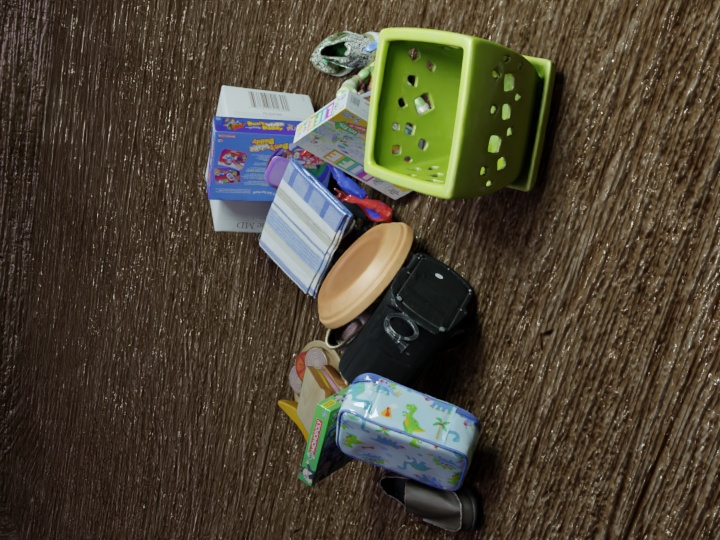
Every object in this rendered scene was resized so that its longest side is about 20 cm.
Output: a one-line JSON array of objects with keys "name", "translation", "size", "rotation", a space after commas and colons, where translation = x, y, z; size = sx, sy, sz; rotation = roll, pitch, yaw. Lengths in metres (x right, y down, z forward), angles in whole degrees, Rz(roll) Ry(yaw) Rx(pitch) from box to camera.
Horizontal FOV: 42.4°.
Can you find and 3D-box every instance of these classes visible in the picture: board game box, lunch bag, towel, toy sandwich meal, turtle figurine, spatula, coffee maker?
[{"name": "board game box", "translation": [-0.146, -0.179, 1.519], "size": [0.045, 0.198, 0.135], "rotation": [-107, 24, -46]}, {"name": "board game box", "translation": [-0.014, 0.240, 1.451], "size": [0.029, 0.200, 0.135], "rotation": [25, 113, 27]}, {"name": "lunch bag", "translation": [0.064, 0.234, 1.323], "size": [0.161, 0.199, 0.083], "rotation": [93, -162, -54]}, {"name": "towel", "translation": [-0.092, -0.066, 1.512], "size": [0.147, 0.024, 0.201], "rotation": [44, 135, 19]}, {"name": "toy sandwich meal", "translation": [-0.085, 0.224, 1.661], "size": [0.205, 0.070, 0.207], "rotation": [3, 94, 56]}, {"name": "turtle figurine", "translation": [0.033, -0.231, 1.403], "size": [0.200, 0.143, 0.195], "rotation": [51, 141, 32]}, {"name": "board game box", "translation": [0.020, -0.181, 1.375], "size": [0.134, 0.199, 0.034], "rotation": [-24, 48, 50]}, {"name": "spatula", "translation": [-0.063, -0.127, 1.526], "size": [0.057, 0.199, 0.021], "rotation": [-56, 15, 31]}, {"name": "coffee maker", "translation": [0.050, 0.099, 1.355], "size": [0.135, 0.191, 0.200], "rotation": [50, 134, 20]}]

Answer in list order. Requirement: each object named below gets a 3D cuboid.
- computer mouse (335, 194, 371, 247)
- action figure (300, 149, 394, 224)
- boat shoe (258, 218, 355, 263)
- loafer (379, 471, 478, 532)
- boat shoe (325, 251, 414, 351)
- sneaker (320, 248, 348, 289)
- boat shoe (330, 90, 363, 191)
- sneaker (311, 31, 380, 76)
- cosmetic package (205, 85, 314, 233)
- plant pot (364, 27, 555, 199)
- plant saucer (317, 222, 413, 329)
[{"name": "computer mouse", "translation": [-0.004, -0.064, 1.572], "size": [0.059, 0.034, 0.201], "rotation": [-52, 42, 24]}, {"name": "action figure", "translation": [-0.011, -0.123, 1.461], "size": [0.052, 0.200, 0.065], "rotation": [-52, 21, -4]}, {"name": "boat shoe", "translation": [-0.098, -0.062, 1.591], "size": [0.199, 0.057, 0.067], "rotation": [-19, 37, 39]}, {"name": "loafer", "translation": [0.098, 0.349, 1.396], "size": [0.199, 0.071, 0.074], "rotation": [5, 95, 56]}, {"name": "boat shoe", "translation": [0.015, 0.047, 1.465], "size": [0.072, 0.065, 0.200], "rotation": [43, 105, 21]}, {"name": "sneaker", "translation": [-0.024, 0.044, 1.560], "size": [0.200, 0.077, 0.076], "rotation": [56, 132, 37]}, {"name": "boat shoe", "translation": [-0.008, -0.215, 1.539], "size": [0.072, 0.072, 0.201], "rotation": [52, 136, 31]}, {"name": "sneaker", "translation": [-0.040, -0.370, 1.556], "size": [0.199, 0.088, 0.078], "rotation": [9, 99, 56]}, {"name": "cosmetic package", "translation": [-0.174, -0.193, 1.646], "size": [0.167, 0.166, 0.201], "rotation": [-109, 28, -46]}, {"name": "plant pot", "translation": [0.137, -0.204, 1.222], "size": [0.199, 0.180, 0.202], "rotation": [25, 111, 52]}, {"name": "plant saucer", "translation": [0.000, 0.000, 1.413], "size": [0.200, 0.037, 0.200], "rotation": [-44, 18, 18]}]
